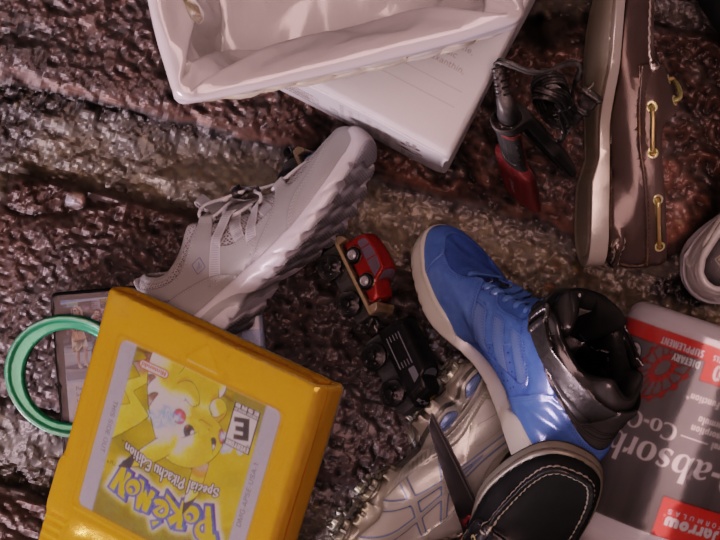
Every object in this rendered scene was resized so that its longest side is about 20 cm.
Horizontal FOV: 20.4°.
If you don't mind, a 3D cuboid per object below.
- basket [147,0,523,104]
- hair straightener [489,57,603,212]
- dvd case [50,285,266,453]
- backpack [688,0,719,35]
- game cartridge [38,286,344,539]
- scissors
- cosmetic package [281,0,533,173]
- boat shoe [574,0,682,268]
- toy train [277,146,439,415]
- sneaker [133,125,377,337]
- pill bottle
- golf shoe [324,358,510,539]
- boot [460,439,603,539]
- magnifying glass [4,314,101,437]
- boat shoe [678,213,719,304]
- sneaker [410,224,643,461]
[{"bbox_3d":[-0.017,-0.174,1.129,0.199,0.123,0.136,-12,89,3],"label":"basket"},{"bbox_3d":[0.114,-0.099,1.262,0.077,0.200,0.041,-44,68,-3],"label":"hair straightener"},{"bbox_3d":[-0.130,0.109,1.347,0.142,0.018,0.201,-5,91,1],"label":"dvd case"},{"bbox_3d":[0.319,-0.217,1.289,0.199,0.151,0.178,-33,89,-5],"label":"backpack"},{"bbox_3d":[-0.114,0.133,1.266,0.176,0.032,0.201,22,100,28],"label":"game cartridge"},{"bbox_3d":[0.081,0.168,1.297,0.073,0.014,0.201,-2,124,3],"label":"scissors"},{"bbox_3d":[0.029,-0.190,1.272,0.166,0.167,0.201,27,91,1],"label":"cosmetic package"},{"bbox_3d":[0.179,-0.102,1.323,0.059,0.072,0.201,3,94,-6],"label":"boat shoe"},{"bbox_3d":[0.000,0.000,1.312,0.046,0.034,0.201,-33,72,20],"label":"toy train"},{"bbox_3d":[-0.073,-0.027,1.283,0.200,0.075,0.082,-45,79,16],"label":"sneaker"},{"bbox_3d":[0.199,0.131,1.298,0.115,0.116,0.201,18,92,0],"label":"pill bottle"},{"bbox_3d":[0.045,0.157,1.321,0.097,0.078,0.200,38,91,-6],"label":"golf shoe"},{"bbox_3d":[0.086,0.216,1.222,0.073,0.154,0.204,24,127,-12],"label":"boot"},{"bbox_3d":[-0.141,0.092,1.327,0.199,0.022,0.080,23,90,-1],"label":"magnifying glass"},{"bbox_3d":[0.293,-0.054,1.323,0.200,0.066,0.072,-37,90,0],"label":"boat shoe"},{"bbox_3d":[0.111,0.029,1.274,0.076,0.111,0.201,-1,53,-38],"label":"sneaker"}]
